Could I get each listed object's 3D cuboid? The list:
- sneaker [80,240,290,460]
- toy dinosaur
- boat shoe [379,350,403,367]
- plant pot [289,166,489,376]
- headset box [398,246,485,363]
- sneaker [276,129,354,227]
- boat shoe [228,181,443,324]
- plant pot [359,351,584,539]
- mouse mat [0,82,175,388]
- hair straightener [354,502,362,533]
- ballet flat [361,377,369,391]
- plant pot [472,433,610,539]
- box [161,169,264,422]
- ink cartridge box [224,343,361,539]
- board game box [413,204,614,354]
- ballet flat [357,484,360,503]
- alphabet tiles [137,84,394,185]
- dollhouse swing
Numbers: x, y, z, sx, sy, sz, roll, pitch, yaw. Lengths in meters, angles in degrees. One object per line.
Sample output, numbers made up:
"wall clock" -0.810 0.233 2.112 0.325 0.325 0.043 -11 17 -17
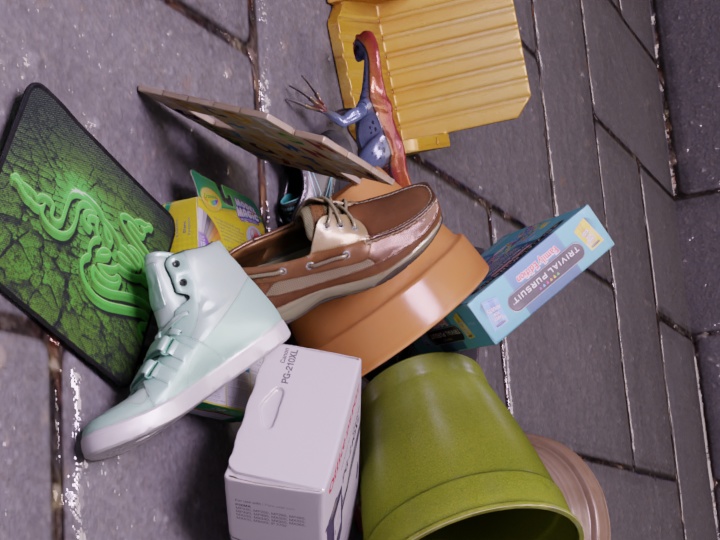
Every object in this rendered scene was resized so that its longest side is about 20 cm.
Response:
"sneaker" -0.159 0.056 1.065 0.200 0.074 0.119 -36 91 -36
"toy dinosaur" 0.019 -0.155 1.473 0.105 0.197 0.184 -58 166 -76
"boat shoe" 0.022 0.031 1.460 0.085 0.068 0.202 66 17 -46
"plant pot" 0.000 0.000 1.277 0.141 0.199 0.200 53 28 -4
"headset box" 0.085 0.076 1.492 0.201 0.076 0.151 97 0 -57
"sneaker" -0.048 -0.038 1.383 0.078 0.075 0.203 -7 93 -37
"boat shoe" -0.027 -0.021 1.145 0.074 0.198 0.076 65 -5 -37
"plant pot" 0.080 0.188 1.260 0.201 0.199 0.195 48 19 -49
"mouse mat" -0.212 -0.024 1.045 0.200 0.007 0.163 50 43 -47
"hair straightener" 0.032 0.261 1.450 0.201 0.040 0.078 61 30 -35
"ballet flat" 0.005 0.151 1.432 0.068 0.046 0.200 -58 145 -10
"plant pot" 0.140 0.260 1.360 0.092 0.199 0.204 18 63 -50
"box" -0.126 0.023 1.190 0.117 0.048 0.203 26 60 -61
"ink cartridge box" -0.053 0.184 1.155 0.146 0.083 0.202 -74 169 -45
"board game box" 0.133 0.015 1.304 0.150 0.200 0.047 -38 95 -17
"ballet flat" -0.035 0.229 1.287 0.069 0.062 0.202 56 33 -40
"alphabet tiles" -0.071 -0.109 1.172 0.166 0.198 0.008 27 83 -49
"dollhouse swing" 0.086 -0.245 1.609 0.181 0.173 0.203 -18 98 -66
